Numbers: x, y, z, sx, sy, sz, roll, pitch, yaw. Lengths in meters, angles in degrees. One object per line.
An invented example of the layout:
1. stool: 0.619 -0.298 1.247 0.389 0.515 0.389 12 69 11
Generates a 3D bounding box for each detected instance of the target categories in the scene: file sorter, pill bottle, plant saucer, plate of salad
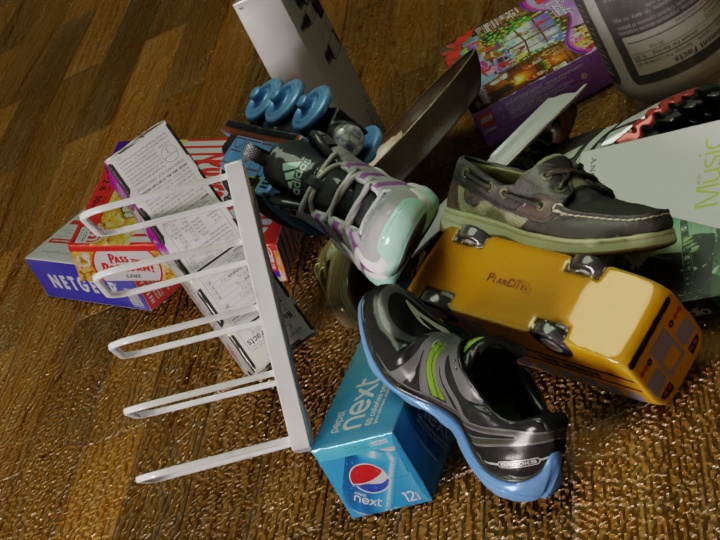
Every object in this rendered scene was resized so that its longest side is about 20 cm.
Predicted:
1. file sorter: -0.115 0.042 1.427 0.124 0.201 0.139 -13 -6 -2
2. pill bottle: 0.234 -0.209 1.604 0.113 0.200 0.113 -24 25 12
3. plant saucer: 0.041 -0.112 1.764 0.200 0.032 0.200 -47 5 5
4. plate of salad: 0.116 -0.072 1.617 0.200 0.048 0.200 -45 0 0

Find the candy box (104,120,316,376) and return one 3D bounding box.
1. candy box: -0.118 -0.013 1.571 0.061 0.200 0.136 -35 0 -7

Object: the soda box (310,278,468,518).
1. soda box: 0.033 0.083 1.430 0.068 0.064 0.200 -16 28 27

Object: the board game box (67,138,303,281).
1. board game box: -0.145 -0.056 1.826 0.199 0.046 0.152 -1 42 17

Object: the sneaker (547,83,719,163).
1. sneaker: 0.200 -0.084 1.557 0.200 0.071 0.098 -36 27 -11

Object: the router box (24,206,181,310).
1. router box: -0.203 -0.041 1.951 0.179 0.049 0.200 -43 27 -26

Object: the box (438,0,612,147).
1. box: 0.153 -0.193 1.861 0.136 0.039 0.200 -28 24 4

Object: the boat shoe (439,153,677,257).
1. boat shoe: 0.133 -0.048 1.409 0.072 0.066 0.200 -8 10 -41

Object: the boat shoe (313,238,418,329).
1. boat shoe: 0.000 0.000 1.628 0.066 0.074 0.200 -24 14 21

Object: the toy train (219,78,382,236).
1. toy train: -0.061 -0.097 1.709 0.114 0.087 0.200 -56 25 -7

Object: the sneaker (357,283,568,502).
1. sneaker: 0.072 0.066 1.324 0.071 0.083 0.200 -9 38 -36

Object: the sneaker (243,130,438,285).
1. sneaker: -0.022 -0.054 1.459 0.078 0.140 0.200 -58 4 -3

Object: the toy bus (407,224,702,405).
1. toy bus: 0.127 0.028 1.366 0.200 0.078 0.065 16 69 46

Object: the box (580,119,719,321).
1. box: 0.237 -0.034 1.398 0.199 0.036 0.145 -13 54 36

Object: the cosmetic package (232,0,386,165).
1. cosmetic package: -0.043 -0.184 1.866 0.050 0.200 0.083 -17 27 25
